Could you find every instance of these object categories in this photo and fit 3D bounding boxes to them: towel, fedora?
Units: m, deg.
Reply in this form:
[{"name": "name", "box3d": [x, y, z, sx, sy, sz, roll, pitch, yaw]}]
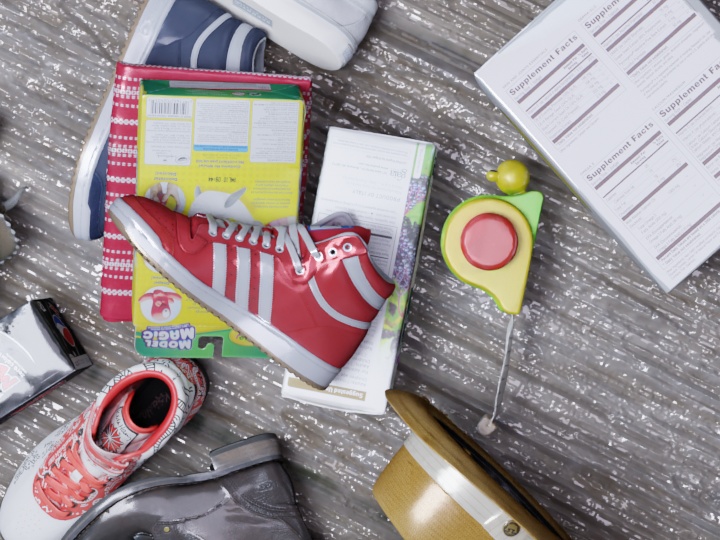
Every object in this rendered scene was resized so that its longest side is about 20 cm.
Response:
[{"name": "towel", "box3d": [-0.113, -0.051, 1.601, 0.144, 0.022, 0.200, 3, 111, -8]}, {"name": "fedora", "box3d": [0.071, 0.172, 1.550, 0.201, 0.201, 0.082, 44, 93, 2]}]

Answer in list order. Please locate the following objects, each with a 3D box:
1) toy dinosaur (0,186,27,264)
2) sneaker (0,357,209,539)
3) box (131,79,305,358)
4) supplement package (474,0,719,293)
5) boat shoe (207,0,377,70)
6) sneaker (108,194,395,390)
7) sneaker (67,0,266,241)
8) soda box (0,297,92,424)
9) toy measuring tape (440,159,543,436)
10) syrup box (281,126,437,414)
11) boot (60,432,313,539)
[{"name": "toy dinosaur", "box3d": [-0.309, 0.016, 1.598, 0.102, 0.077, 0.200, 25, 82, -33]}, {"name": "sneaker", "box3d": [-0.198, 0.135, 1.612, 0.201, 0.108, 0.067, -42, 88, 4]}, {"name": "box", "box3d": [-0.103, -0.033, 1.573, 0.117, 0.048, 0.200, 2, 109, -8]}, {"name": "supplement package", "box3d": [0.202, -0.108, 1.553, 0.151, 0.152, 0.200, -41, 88, 5]}, {"name": "boat shoe", "box3d": [-0.078, -0.227, 1.620, 0.200, 0.072, 0.069, 32, 72, 10]}, {"name": "sneaker", "box3d": [-0.068, -0.017, 1.523, 0.200, 0.071, 0.113, 37, 99, -17]}, {"name": "sneaker", "box3d": [-0.136, -0.103, 1.622, 0.108, 0.070, 0.200, 21, 90, 5]}, {"name": "soda box", "box3d": [-0.302, 0.098, 1.638, 0.200, 0.071, 0.063, -33, 89, 4]}, {"name": "toy measuring tape", "box3d": [0.085, 0.016, 1.608, 0.073, 0.074, 0.200, 11, 92, 4]}, {"name": "syrup box", "box3d": [0.000, 0.000, 1.608, 0.081, 0.079, 0.200, 10, 92, 4]}, {"name": "boot", "box3d": [-0.105, 0.227, 1.607, 0.200, 0.069, 0.174, -24, 76, 0]}]
